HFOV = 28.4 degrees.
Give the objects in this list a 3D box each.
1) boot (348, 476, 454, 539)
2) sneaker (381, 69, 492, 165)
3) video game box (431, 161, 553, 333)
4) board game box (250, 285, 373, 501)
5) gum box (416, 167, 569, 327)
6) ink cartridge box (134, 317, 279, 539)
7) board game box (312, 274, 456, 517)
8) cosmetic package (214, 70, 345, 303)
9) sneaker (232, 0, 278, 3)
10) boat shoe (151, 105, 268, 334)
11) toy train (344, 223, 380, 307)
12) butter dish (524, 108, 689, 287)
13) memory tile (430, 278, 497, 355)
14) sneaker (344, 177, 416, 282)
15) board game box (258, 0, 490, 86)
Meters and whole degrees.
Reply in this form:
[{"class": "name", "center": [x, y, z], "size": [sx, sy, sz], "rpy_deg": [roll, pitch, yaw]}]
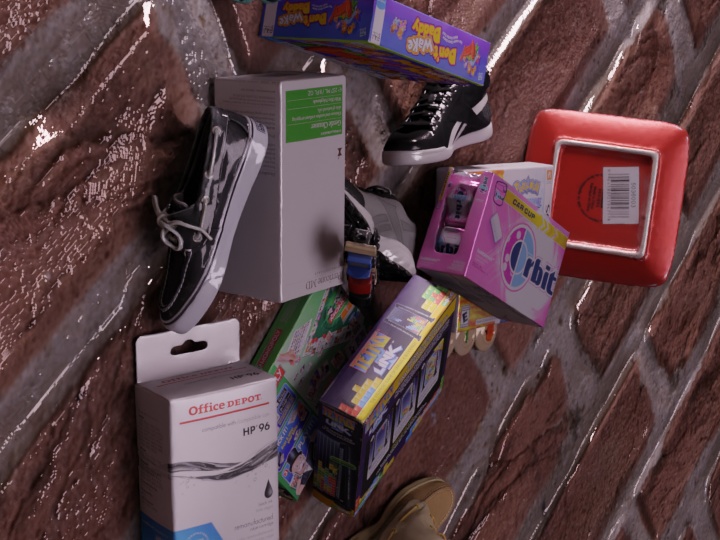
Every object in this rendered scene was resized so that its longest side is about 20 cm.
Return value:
[{"class": "boot", "center": [0.085, 0.306, 1.568], "size": [0.199, 0.154, 0.074], "rpy_deg": [-29, 120, -46]}, {"class": "sneaker", "center": [0.076, -0.183, 1.528], "size": [0.199, 0.072, 0.114], "rpy_deg": [-29, 117, -56]}, {"class": "video game box", "center": [0.155, -0.031, 1.654], "size": [0.199, 0.046, 0.185], "rpy_deg": [-9, 102, -52]}, {"class": "board game box", "center": [-0.059, 0.112, 1.439], "size": [0.201, 0.029, 0.135], "rpy_deg": [-61, 139, -24]}, {"class": "gum box", "center": [0.145, -0.024, 1.549], "size": [0.199, 0.066, 0.115], "rpy_deg": [30, 74, -52]}, {"class": "ink cartridge box", "center": [-0.138, 0.155, 1.289], "size": [0.115, 0.068, 0.203], "rpy_deg": [-10, 106, -35]}, {"class": "board game box", "center": [0.024, 0.130, 1.478], "size": [0.200, 0.056, 0.167], "rpy_deg": [-51, 156, -38]}, {"class": "cosmetic package", "center": [-0.075, -0.081, 1.329], "size": [0.107, 0.084, 0.203], "rpy_deg": [-19, 112, -53]}, {"class": "sneaker", "center": [-0.067, -0.314, 1.291], "size": [0.078, 0.197, 0.141], "rpy_deg": [101, -19, -47]}, {"class": "boat shoe", "center": [-0.146, -0.045, 1.246], "size": [0.067, 0.074, 0.201], "rpy_deg": [17, 102, -33]}, {"class": "toy train", "center": [0.000, 0.000, 1.373], "size": [0.200, 0.034, 0.046], "rpy_deg": [87, 14, -76]}, {"class": "butter dish", "center": [0.305, -0.089, 1.785], "size": [0.148, 0.197, 0.203], "rpy_deg": [2, 97, -76]}, {"class": "memory tile", "center": [0.127, 0.001, 1.673], "size": [0.152, 0.017, 0.203], "rpy_deg": [-3, 100, -53]}, {"class": "sneaker", "center": [0.001, -0.057, 1.456], "size": [0.200, 0.073, 0.080], "rpy_deg": [42, 55, -55]}, {"class": "board game box", "center": [0.017, -0.224, 1.378], "size": [0.199, 0.133, 0.045], "rpy_deg": [9, 91, -53]}]
